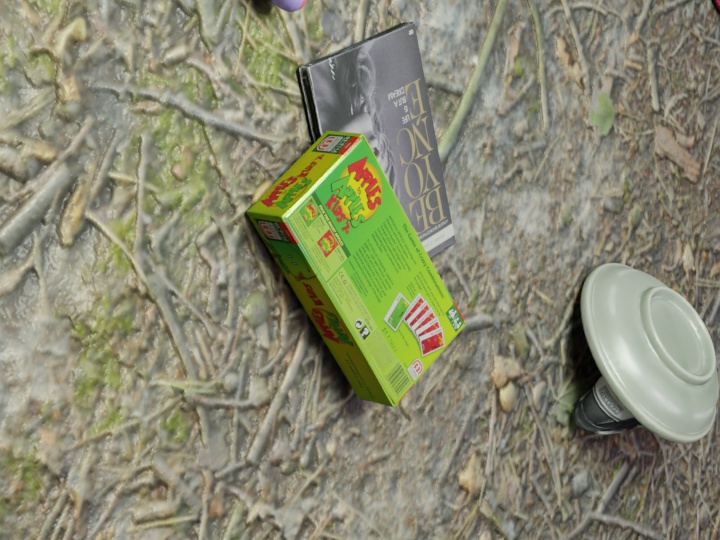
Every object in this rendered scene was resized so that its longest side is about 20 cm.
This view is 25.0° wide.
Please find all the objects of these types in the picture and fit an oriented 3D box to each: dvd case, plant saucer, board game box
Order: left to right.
[{"bbox_3d":[0.000,0.000,1.292,0.102,0.047,0.201,-47,124,-27],"label":"board game box"},{"bbox_3d":[0.018,-0.092,1.356,0.148,0.016,0.201,-31,116,-47],"label":"dvd case"},{"bbox_3d":[0.304,0.073,1.625,0.199,0.050,0.201,29,43,-31],"label":"plant saucer"}]

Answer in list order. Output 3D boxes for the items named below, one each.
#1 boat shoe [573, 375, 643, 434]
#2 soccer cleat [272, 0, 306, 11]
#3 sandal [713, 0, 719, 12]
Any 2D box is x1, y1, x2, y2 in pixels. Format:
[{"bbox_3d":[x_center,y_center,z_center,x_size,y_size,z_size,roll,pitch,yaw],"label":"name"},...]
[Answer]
[{"bbox_3d":[0.284,0.128,1.663,0.200,0.068,0.072,-14,66,-54],"label":"boat shoe"},{"bbox_3d":[-0.091,-0.279,1.187,0.076,0.067,0.201,-24,120,-15],"label":"soccer cleat"},{"bbox_3d":[0.422,-0.323,1.843,0.199,0.045,0.076,32,61,-32],"label":"sandal"}]
